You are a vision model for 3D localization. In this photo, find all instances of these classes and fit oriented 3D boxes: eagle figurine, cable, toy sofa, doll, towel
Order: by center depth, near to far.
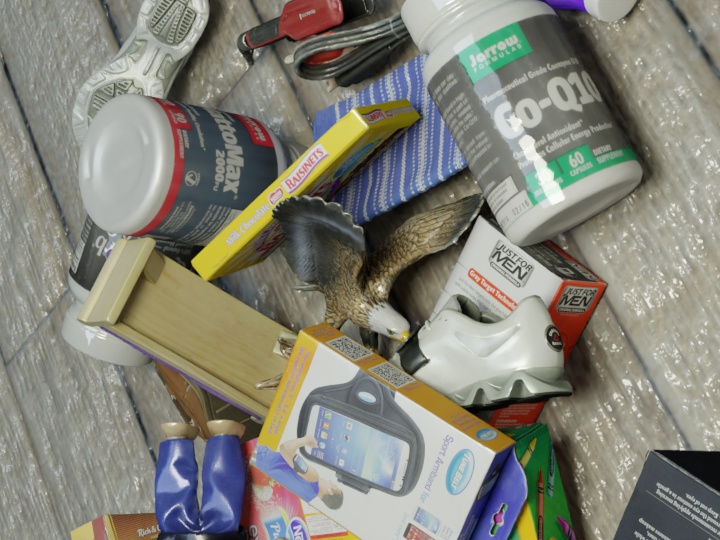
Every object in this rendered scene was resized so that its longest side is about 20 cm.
[{"bbox_3d":[0.006,0.004,1.320,0.151,0.152,0.200,23,125,15],"label":"eagle figurine"},{"bbox_3d":[-0.123,0.223,1.321,0.136,0.048,0.201,-3,73,6],"label":"doll"},{"bbox_3d":[0.016,-0.206,1.364,0.200,0.097,0.050,-31,63,38],"label":"cable"},{"bbox_3d":[0.027,-0.113,1.364,0.200,0.024,0.145,-28,46,40],"label":"towel"},{"bbox_3d":[-0.141,0.054,1.410,0.098,0.200,0.083,-4,57,60],"label":"toy sofa"}]

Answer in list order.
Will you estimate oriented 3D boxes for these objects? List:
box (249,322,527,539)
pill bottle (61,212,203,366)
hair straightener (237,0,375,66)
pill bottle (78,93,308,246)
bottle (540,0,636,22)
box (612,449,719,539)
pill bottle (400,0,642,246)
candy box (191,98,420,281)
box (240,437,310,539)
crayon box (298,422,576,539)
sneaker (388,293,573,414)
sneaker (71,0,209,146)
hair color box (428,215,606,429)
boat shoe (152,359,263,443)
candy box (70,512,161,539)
[{"bbox_3d":[0.022,0.138,1.183,0.200,0.041,0.119,31,112,25],"label":"box"},{"bbox_3d":[-0.211,-0.018,1.557,0.116,0.116,0.201,32,108,42],"label":"pill bottle"},{"bbox_3d":[-0.044,-0.217,1.446,0.200,0.077,0.041,-20,91,57],"label":"hair straightener"},{"bbox_3d":[-0.133,-0.081,1.427,0.119,0.200,0.120,-7,81,44],"label":"pill bottle"},{"bbox_3d":[0.134,-0.254,1.274,0.200,0.065,0.084,39,119,40],"label":"bottle"},{"bbox_3d":[0.255,0.243,1.067,0.200,0.104,0.183,34,108,42],"label":"box"},{"bbox_3d":[0.116,-0.129,1.214,0.113,0.113,0.200,-36,77,36],"label":"pill bottle"},{"bbox_3d":[-0.045,-0.066,1.332,0.200,0.102,0.026,-42,79,26],"label":"candy box"},{"bbox_3d":[-0.033,0.234,1.360,0.095,0.100,0.201,-25,68,41],"label":"box"},{"bbox_3d":[0.056,0.191,1.230,0.200,0.058,0.119,-12,94,31],"label":"crayon box"},{"bbox_3d":[0.063,0.066,1.220,0.200,0.074,0.089,-15,78,31],"label":"sneaker"},{"bbox_3d":[-0.206,-0.198,1.597,0.078,0.099,0.200,39,104,-5],"label":"sneaker"},{"bbox_3d":[0.099,0.069,1.274,0.101,0.061,0.200,41,115,38],"label":"hair color box"},{"bbox_3d":[-0.127,0.122,1.500,0.200,0.072,0.068,55,149,28],"label":"boat shoe"},{"bbox_3d":[-0.144,0.267,1.396,0.056,0.200,0.117,-29,65,39],"label":"candy box"}]
